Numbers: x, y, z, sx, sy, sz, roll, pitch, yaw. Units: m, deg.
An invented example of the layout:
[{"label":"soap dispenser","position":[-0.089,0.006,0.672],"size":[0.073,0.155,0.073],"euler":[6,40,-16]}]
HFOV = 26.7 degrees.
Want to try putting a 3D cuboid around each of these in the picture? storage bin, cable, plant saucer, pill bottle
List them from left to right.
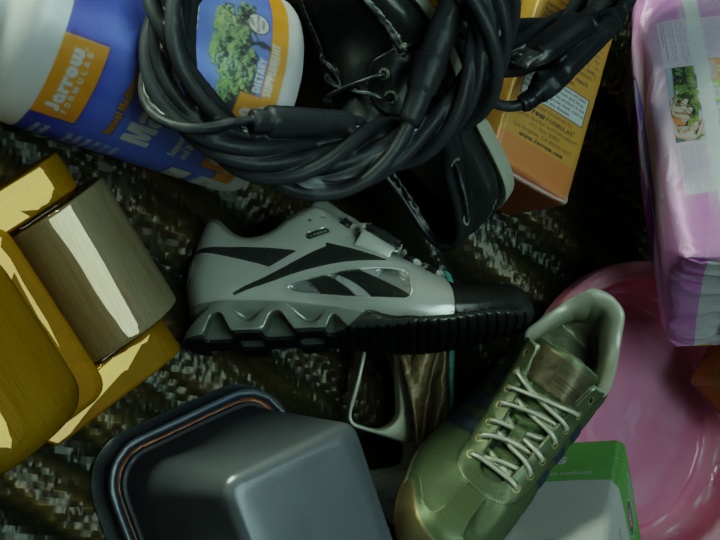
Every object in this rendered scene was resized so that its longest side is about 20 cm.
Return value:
[{"label":"pill bottle","position":[-0.139,-0.120,0.792],"size":[0.198,0.112,0.114],"euler":[16,77,-28]},{"label":"storage bin","position":[-0.033,0.165,0.813],"size":[0.144,0.134,0.202],"euler":[-22,97,-30]},{"label":"cable","position":[-0.018,-0.118,0.763],"size":[0.199,0.051,0.165],"euler":[-30,110,-12]},{"label":"cable","position":[0.107,-0.201,0.863],"size":[0.200,0.051,0.164],"euler":[-45,119,-22]},{"label":"plant saucer","position":[0.176,0.096,0.992],"size":[0.198,0.051,0.203],"euler":[3,84,-31]}]

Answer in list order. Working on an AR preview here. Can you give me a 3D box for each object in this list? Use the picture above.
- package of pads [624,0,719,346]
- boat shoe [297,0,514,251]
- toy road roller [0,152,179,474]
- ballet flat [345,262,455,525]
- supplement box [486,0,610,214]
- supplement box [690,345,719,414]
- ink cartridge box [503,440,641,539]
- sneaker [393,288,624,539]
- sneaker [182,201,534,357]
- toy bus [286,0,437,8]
[{"label":"package of pads","position":[0.214,-0.064,0.952],"size":[0.075,0.121,0.202],"euler":[-5,60,3]},{"label":"boat shoe","position":[0.014,-0.092,0.830],"size":[0.066,0.074,0.200],"euler":[-55,130,-31]},{"label":"toy road roller","position":[-0.172,0.034,0.736],"size":[0.199,0.145,0.124],"euler":[-38,104,-28]},{"label":"ballet flat","position":[0.028,0.097,0.902],"size":[0.071,0.068,0.203],"euler":[-6,88,-10]},{"label":"supplement box","position":[0.116,-0.142,0.963],"size":[0.068,0.066,0.202],"euler":[24,74,-26]},{"label":"supplement box","position":[0.297,0.059,0.922],"size":[0.069,0.199,0.067],"euler":[44,65,-19]},{"label":"ink cartridge box","position":[0.108,0.210,0.844],"size":[0.200,0.083,0.147],"euler":[-59,140,-60]},{"label":"sneaker","position":[0.088,0.077,0.829],"size":[0.067,0.090,0.200],"euler":[37,41,7]},{"label":"sneaker","position":[0.000,0.000,0.854],"size":[0.197,0.074,0.090],"euler":[1,72,-3]},{"label":"toy bus","position":[-0.025,-0.194,0.886],"size":[0.198,0.078,0.066],"euler":[1,85,-30]}]
